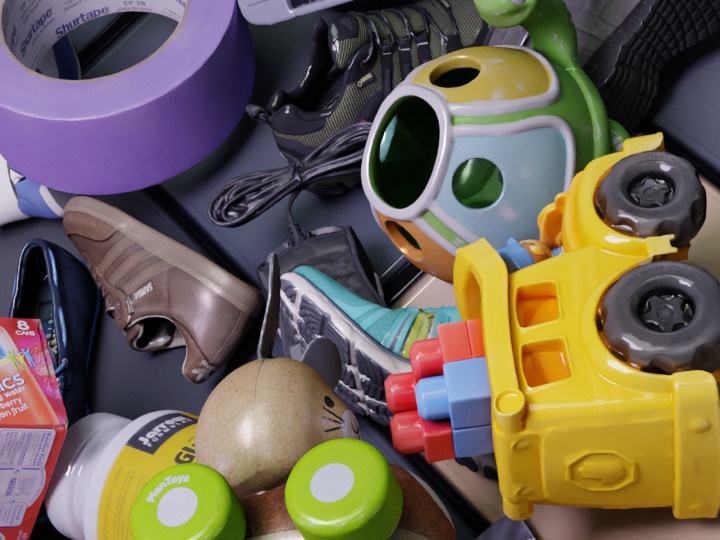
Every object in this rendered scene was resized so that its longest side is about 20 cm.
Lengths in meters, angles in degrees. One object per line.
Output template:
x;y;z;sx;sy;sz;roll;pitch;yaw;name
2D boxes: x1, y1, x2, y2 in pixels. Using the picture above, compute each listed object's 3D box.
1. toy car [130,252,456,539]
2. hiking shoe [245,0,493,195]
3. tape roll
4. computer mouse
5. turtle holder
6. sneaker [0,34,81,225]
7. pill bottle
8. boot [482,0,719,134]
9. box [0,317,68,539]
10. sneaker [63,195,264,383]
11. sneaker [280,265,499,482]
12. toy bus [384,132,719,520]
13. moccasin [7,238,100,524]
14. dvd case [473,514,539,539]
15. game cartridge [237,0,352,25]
-0.026;0.097;1.236;0.156;0.165;0.201;-10;51;14;toy car
0.020;-0.141;1.547;0.200;0.101;0.076;-44;46;-4;hiking shoe
-0.176;-0.157;1.623;0.198;0.085;0.201;-4;54;6;tape roll
0.000;0.000;1.488;0.140;0.046;0.201;-28;56;-2;computer mouse
0.081;-0.076;1.401;0.186;0.131;0.141;-53;49;27;turtle holder
-0.270;-0.107;1.722;0.114;0.081;0.201;-20;50;16;sneaker
-0.093;0.147;1.394;0.199;0.112;0.113;14;66;38;pill bottle
0.162;-0.181;1.489;0.200;0.070;0.132;-48;44;8;boot
-0.257;0.129;1.448;0.096;0.099;0.201;-112;34;-43;box
-0.149;0.010;1.564;0.199;0.070;0.076;25;83;46;sneaker
0.039;0.053;1.388;0.199;0.078;0.080;30;62;14;sneaker
0.106;0.037;1.300;0.190;0.136;0.201;-7;50;4;toy bus
-0.224;0.071;1.565;0.080;0.068;0.201;-17;52;21;moccasin
0.042;0.243;1.302;0.200;0.016;0.149;-38;46;3;dvd case
0.030;-0.212;1.585;0.199;0.041;0.133;-13;12;31;game cartridge
